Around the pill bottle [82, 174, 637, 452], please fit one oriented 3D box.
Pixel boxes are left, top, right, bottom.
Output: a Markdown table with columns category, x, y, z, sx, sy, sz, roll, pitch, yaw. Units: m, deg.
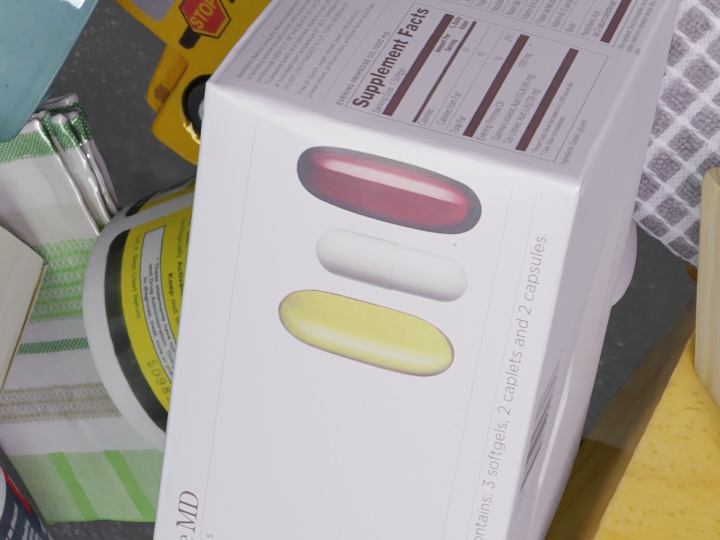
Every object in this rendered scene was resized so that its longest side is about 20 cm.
| category | x | y | z | sx | sy | sz | roll | pitch | yaw |
| --- | --- | --- | --- | --- | --- | --- | --- | --- | --- |
| pill bottle | 0.000 | 0.000 | 0.975 | 0.200 | 0.112 | 0.113 | -19 | 113 | 37 |

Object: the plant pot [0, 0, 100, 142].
| category | x | y | z | sx | sy | sz | roll | pitch | yaw |
| --- | --- | --- | --- | --- | --- | --- | --- | --- | --- |
| plant pot | -0.175 | -0.145 | 0.918 | 0.188 | 0.200 | 0.200 | 29 | 133 | -11 |

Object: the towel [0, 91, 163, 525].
| category | x | y | z | sx | sy | sz | roll | pitch | yaw |
| --- | --- | --- | --- | --- | --- | --- | --- | --- | --- |
| towel | -0.129 | 0.021 | 1.099 | 0.149 | 0.031 | 0.200 | -4 | 119 | 44 |

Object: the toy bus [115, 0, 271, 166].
| category | x | y | z | sx | sy | sz | roll | pitch | yaw |
| --- | --- | --- | --- | --- | --- | --- | --- | --- | --- |
| toy bus | -0.028 | -0.129 | 0.927 | 0.078 | 0.065 | 0.200 | 37 | 132 | -1 |

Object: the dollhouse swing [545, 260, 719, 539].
| category | x | y | z | sx | sy | sz | roll | pitch | yaw |
| --- | --- | --- | --- | --- | --- | --- | --- | --- | --- |
| dollhouse swing | 0.146 | 0.099 | 0.918 | 0.181 | 0.200 | 0.176 | 22 | 140 | 12 |

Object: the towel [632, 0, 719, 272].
| category | x | y | z | sx | sy | sz | roll | pitch | yaw |
| --- | --- | --- | --- | --- | --- | --- | --- | --- | --- |
| towel | 0.117 | -0.113 | 0.840 | 0.165 | 0.086 | 0.200 | 39 | 126 | -4 |

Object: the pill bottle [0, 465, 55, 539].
| category | x | y | z | sx | sy | sz | roll | pitch | yaw |
| --- | --- | --- | --- | --- | --- | --- | --- | --- | --- |
| pill bottle | -0.196 | 0.141 | 1.155 | 0.119 | 0.120 | 0.200 | -6 | 131 | 31 |

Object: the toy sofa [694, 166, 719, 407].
| category | x | y | z | sx | sy | sz | roll | pitch | yaw |
| --- | --- | --- | --- | --- | --- | --- | --- | --- | --- |
| toy sofa | 0.212 | 0.009 | 0.816 | 0.199 | 0.098 | 0.083 | -11 | 125 | -13 |

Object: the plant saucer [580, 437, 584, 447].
| category | x | y | z | sx | sy | sz | roll | pitch | yaw |
| --- | --- | --- | --- | --- | --- | --- | --- | --- | --- |
| plant saucer | 0.014 | 0.108 | 1.103 | 0.200 | 0.032 | 0.201 | 14 | 130 | 18 |

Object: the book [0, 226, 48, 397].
| category | x | y | z | sx | sy | sz | roll | pitch | yaw |
| --- | --- | --- | --- | --- | --- | --- | --- | --- | --- |
| book | -0.214 | 0.079 | 1.032 | 0.133 | 0.200 | 0.048 | -11 | 143 | 37 |

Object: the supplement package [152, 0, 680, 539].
| category | x | y | z | sx | sy | sz | roll | pitch | yaw |
| --- | --- | --- | --- | --- | --- | --- | --- | --- | --- |
| supplement package | 0.017 | 0.008 | 0.806 | 0.111 | 0.156 | 0.200 | 16 | 123 | 11 |
